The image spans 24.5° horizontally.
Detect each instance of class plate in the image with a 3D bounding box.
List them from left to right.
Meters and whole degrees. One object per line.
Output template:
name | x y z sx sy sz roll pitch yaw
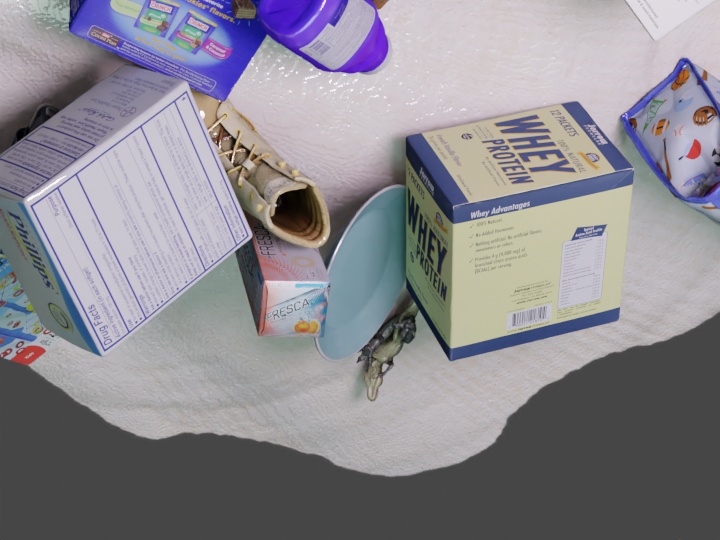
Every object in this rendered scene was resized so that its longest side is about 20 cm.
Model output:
plate | 0.000 0.000 1.733 0.026 0.200 0.200 23 131 23

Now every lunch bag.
lunch bag | 0.385 -0.101 1.697 0.170 0.200 0.124 29 117 -29

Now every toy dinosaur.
toy dinosaur | 0.041 0.068 1.838 0.047 0.088 0.200 39 115 8

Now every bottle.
bottle | -0.025 -0.227 1.539 0.084 0.065 0.200 -53 159 8

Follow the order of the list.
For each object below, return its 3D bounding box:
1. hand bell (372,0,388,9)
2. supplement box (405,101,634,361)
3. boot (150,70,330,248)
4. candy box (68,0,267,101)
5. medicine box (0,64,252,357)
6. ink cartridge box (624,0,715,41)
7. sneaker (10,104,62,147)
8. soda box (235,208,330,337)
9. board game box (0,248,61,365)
hand bell | 0.048 -0.322 1.541 0.104 0.104 0.200 11 136 -20
supplement box | 0.160 -0.042 1.718 0.200 0.134 0.200 -13 129 -15
boot | -0.117 -0.110 1.602 0.073 0.155 0.200 -42 129 -6
candy box | -0.149 -0.279 1.522 0.169 0.077 0.200 23 120 -26
medicine box | -0.227 -0.058 1.531 0.200 0.103 0.182 -40 129 -26
ink cartridge box | 0.318 -0.328 1.540 0.200 0.145 0.084 -34 126 14
sneaker | -0.355 -0.099 1.607 0.202 0.077 0.146 3 138 -27
soda box | -0.081 -0.007 1.665 0.068 0.200 0.064 1 117 -13
board game box | -0.345 0.000 1.633 0.200 0.056 0.196 -36 143 27
